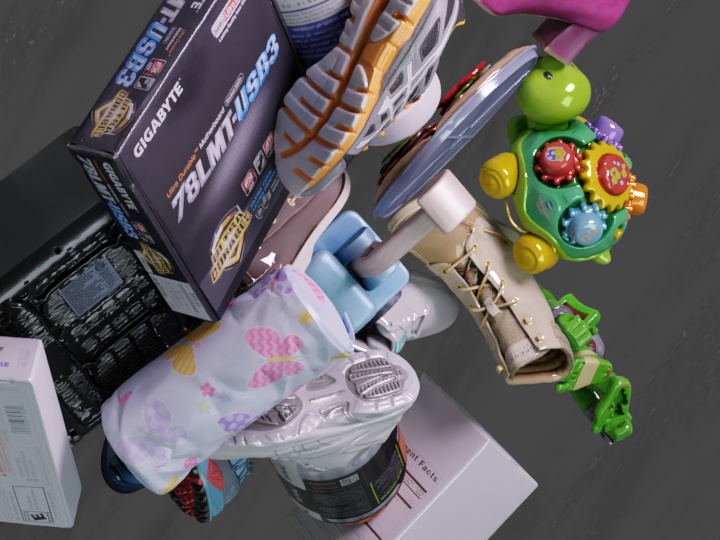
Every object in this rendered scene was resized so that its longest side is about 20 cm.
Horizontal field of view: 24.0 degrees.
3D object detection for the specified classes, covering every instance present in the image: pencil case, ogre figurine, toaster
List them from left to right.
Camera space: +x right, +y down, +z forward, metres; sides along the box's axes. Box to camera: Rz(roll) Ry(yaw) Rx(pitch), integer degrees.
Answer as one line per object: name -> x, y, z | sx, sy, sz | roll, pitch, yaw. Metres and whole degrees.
toaster -> -0.211, 0.006, 1.316 | 0.200, 0.119, 0.181 | -39, 137, -8
pencil case -> -0.100, 0.083, 1.278 | 0.200, 0.083, 0.091 | -38, 116, 9
ogre figurine -> 0.212, 0.085, 1.704 | 0.098, 0.120, 0.200 | -50, 136, 10

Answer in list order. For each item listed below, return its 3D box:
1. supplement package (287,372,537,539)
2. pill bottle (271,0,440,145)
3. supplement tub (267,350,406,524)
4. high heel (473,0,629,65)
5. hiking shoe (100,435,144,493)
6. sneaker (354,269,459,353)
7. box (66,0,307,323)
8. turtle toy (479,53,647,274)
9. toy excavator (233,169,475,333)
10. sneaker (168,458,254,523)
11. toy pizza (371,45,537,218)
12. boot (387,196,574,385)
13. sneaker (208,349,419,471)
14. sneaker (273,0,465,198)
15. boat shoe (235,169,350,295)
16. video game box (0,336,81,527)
supplement package -> 0.053, 0.229, 1.684 | 0.200, 0.120, 0.121 | -46, 138, -1
pill bottle -> -0.012, -0.194, 1.323 | 0.120, 0.120, 0.200 | -39, 136, -7
supplement tub -> -0.023, 0.157, 1.549 | 0.122, 0.123, 0.200 | -37, 154, -10
high heel -> 0.145, -0.254, 1.428 | 0.199, 0.068, 0.096 | 25, 114, -44
hiking shoe -> -0.186, 0.132, 1.423 | 0.087, 0.074, 0.200 | -32, 165, -45
sneaker -> 0.023, 0.049, 1.552 | 0.199, 0.088, 0.076 | 2, 118, -39
box -> -0.109, -0.098, 1.225 | 0.201, 0.049, 0.199 | -62, 151, -27
turtle toy -> 0.189, -0.098, 1.538 | 0.145, 0.101, 0.201 | -30, 98, -39
toy excavator -> 0.000, 0.000, 1.370 | 0.194, 0.200, 0.100 | -42, 98, -5
sneaker -> -0.134, 0.127, 1.515 | 0.095, 0.079, 0.201 | -35, 143, -37
toy pizza -> 0.074, -0.124, 1.445 | 0.200, 0.032, 0.200 | -46, 176, -4
boot -> 0.114, 0.020, 1.542 | 0.073, 0.156, 0.200 | -35, 147, 21
sneaker -> -0.049, 0.133, 1.385 | 0.199, 0.078, 0.100 | -8, 137, -19
sneaker -> 0.010, -0.136, 1.243 | 0.077, 0.078, 0.200 | 22, 107, -49
boat shoe -> -0.064, -0.046, 1.377 | 0.072, 0.200, 0.060 | -27, 112, 34
video game box -> -0.315, 0.120, 1.278 | 0.181, 0.047, 0.201 | 3, 141, 3
